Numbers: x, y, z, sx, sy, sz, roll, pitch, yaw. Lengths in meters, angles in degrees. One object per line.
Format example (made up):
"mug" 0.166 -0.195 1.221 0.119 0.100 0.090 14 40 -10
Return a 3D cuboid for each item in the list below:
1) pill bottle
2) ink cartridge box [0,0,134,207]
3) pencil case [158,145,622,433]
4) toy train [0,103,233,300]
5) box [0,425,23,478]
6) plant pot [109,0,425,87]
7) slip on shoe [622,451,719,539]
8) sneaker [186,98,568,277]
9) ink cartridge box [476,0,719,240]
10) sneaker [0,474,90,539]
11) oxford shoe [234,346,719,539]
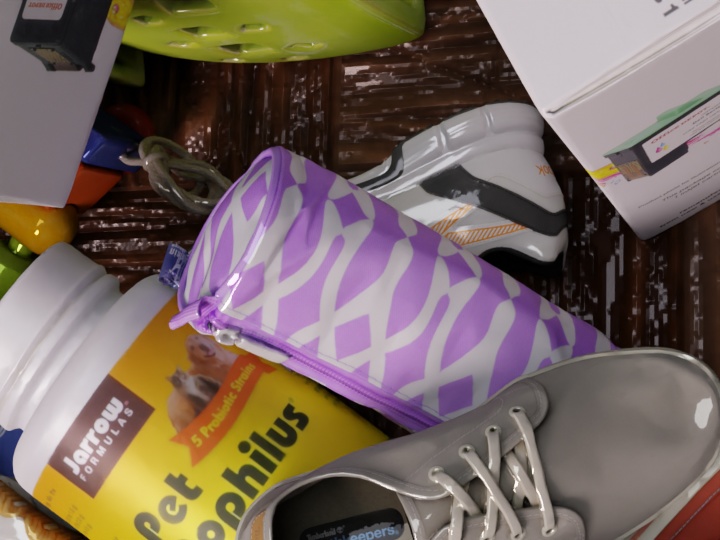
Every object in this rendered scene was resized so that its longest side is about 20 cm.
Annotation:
"pill bottle" -0.068 0.078 0.785 0.199 0.109 0.110 36 92 2
"ink cartridge box" -0.156 -0.142 0.709 0.145 0.083 0.202 25 99 29
"pencil case" 0.021 0.028 0.757 0.199 0.084 0.086 27 50 -16
"toy train" -0.146 -0.028 0.881 0.199 0.084 0.116 34 101 21
"box" -0.138 0.129 0.861 0.121 0.048 0.202 -24 73 12
"plant pot" -0.099 -0.194 0.838 0.180 0.200 0.201 -13 77 22
"slip on shoe" 0.161 0.084 0.759 0.200 0.074 0.061 -41 87 8
"sneaker" 0.000 0.000 0.827 0.199 0.074 0.081 -26 76 14
"ink cartridge box" 0.096 -0.112 0.748 0.084 0.200 0.146 -30 71 10
"sneaker" -0.200 0.107 0.821 0.199 0.076 0.088 36 97 25
"oxford shoe" 0.048 0.083 0.704 0.198 0.058 0.076 -18 85 -3
